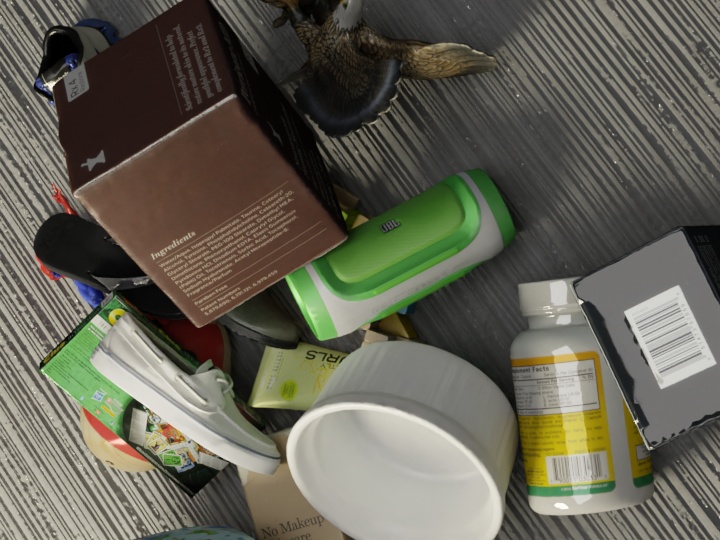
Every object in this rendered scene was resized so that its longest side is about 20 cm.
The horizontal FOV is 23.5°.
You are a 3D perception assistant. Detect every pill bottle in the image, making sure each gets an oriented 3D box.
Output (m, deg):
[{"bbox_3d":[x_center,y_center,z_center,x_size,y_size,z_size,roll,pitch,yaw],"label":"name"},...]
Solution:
[{"bbox_3d":[0.190,0.105,1.511,0.112,0.113,0.201,-8,89,23],"label":"pill bottle"}]

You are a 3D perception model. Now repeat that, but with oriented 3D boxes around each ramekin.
[{"bbox_3d":[0.044,0.156,1.530,0.200,0.098,0.201,14,136,14],"label":"ramekin"}]

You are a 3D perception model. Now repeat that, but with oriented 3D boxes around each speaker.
[{"bbox_3d":[0.035,-0.015,1.549,0.200,0.088,0.089,-28,80,-6],"label":"speaker"}]

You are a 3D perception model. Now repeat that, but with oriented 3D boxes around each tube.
[{"bbox_3d":[-0.010,0.109,1.629,0.199,0.058,0.052,9,118,25],"label":"tube"}]

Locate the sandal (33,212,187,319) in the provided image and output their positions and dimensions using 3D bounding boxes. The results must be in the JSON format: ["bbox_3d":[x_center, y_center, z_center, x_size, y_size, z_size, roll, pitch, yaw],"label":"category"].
[{"bbox_3d":[-0.219,-0.006,1.627,0.200,0.043,0.076,13,69,14],"label":"sandal"}]

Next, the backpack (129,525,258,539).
[{"bbox_3d":[-0.153,0.299,1.585,0.200,0.163,0.154,-146,57,-59],"label":"backpack"}]

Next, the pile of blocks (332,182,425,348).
[{"bbox_3d":[0.000,0.000,1.615,0.082,0.062,0.200,-38,78,19],"label":"pile of blocks"}]

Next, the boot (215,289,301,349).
[{"bbox_3d":[-0.114,-0.024,1.656,0.200,0.068,0.131,38,104,24],"label":"boot"}]

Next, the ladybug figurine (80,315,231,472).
[{"bbox_3d":[-0.207,0.113,1.699,0.136,0.072,0.200,40,106,17],"label":"ladybug figurine"}]

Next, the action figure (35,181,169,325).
[{"bbox_3d":[-0.273,-0.009,1.689,0.065,0.099,0.200,-42,44,-14],"label":"action figure"}]

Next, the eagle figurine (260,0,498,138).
[{"bbox_3d":[0.001,-0.196,1.560,0.200,0.151,0.152,44,96,23],"label":"eagle figurine"}]

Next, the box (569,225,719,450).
[{"bbox_3d":[0.274,0.050,1.427,0.107,0.200,0.149,-28,80,22],"label":"box"}]

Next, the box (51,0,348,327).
[{"bbox_3d":[-0.140,-0.095,1.508,0.164,0.200,0.166,-30,43,9],"label":"box"}]

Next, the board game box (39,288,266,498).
[{"bbox_3d":[-0.195,0.118,1.637,0.105,0.023,0.200,-42,111,9],"label":"board game box"}]

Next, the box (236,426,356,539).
[{"bbox_3d":[-0.041,0.246,1.630,0.095,0.078,0.201,-21,84,23],"label":"box"}]

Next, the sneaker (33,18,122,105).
[{"bbox_3d":[-0.262,-0.159,1.690,0.080,0.115,0.200,-31,80,21],"label":"sneaker"}]

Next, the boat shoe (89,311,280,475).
[{"bbox_3d":[-0.149,0.112,1.575,0.200,0.074,0.065,34,93,-4],"label":"boat shoe"}]
